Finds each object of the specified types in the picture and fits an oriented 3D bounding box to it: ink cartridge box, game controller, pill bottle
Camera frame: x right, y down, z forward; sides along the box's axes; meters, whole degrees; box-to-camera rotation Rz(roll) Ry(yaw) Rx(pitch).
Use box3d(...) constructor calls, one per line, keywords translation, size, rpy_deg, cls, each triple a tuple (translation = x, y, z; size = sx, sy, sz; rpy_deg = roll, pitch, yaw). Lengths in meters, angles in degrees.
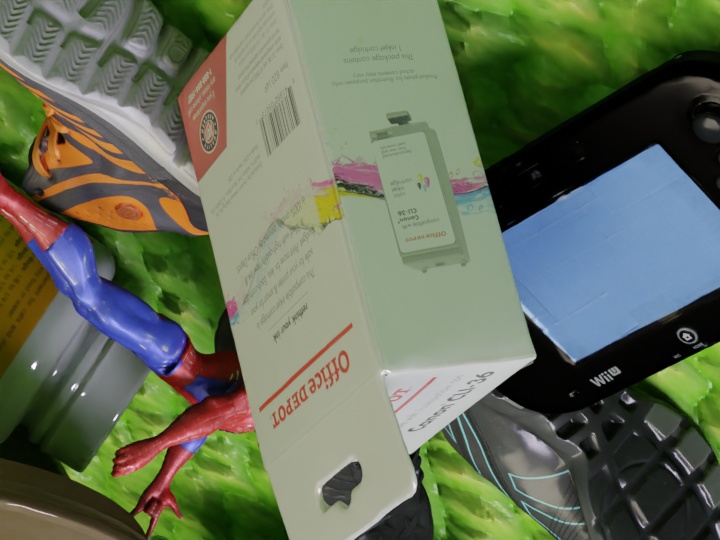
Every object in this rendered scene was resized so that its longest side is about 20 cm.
box3d(translation=(0.000, 0.000, 1.119), size=(0.067, 0.201, 0.116), rpy_deg=(-6, 162, -26), cls="ink cartridge box")
box3d(translation=(0.098, -0.010, 1.124), size=(0.105, 0.042, 0.200), rpy_deg=(52, 137, -8), cls="game controller")
box3d(translation=(-0.189, 0.005, 1.367), size=(0.199, 0.110, 0.109), rpy_deg=(34, 149, -3), cls="pill bottle")

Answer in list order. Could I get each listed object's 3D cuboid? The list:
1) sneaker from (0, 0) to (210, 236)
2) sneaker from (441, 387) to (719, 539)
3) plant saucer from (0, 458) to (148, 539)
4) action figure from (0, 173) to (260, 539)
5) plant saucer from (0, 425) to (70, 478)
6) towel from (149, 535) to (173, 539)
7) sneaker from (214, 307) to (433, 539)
box3d(translation=(-0.125, -0.077, 1.228), size=(0.200, 0.078, 0.112), rpy_deg=(43, 146, -17), cls="sneaker")
box3d(translation=(0.087, 0.070, 1.265), size=(0.200, 0.075, 0.079), rpy_deg=(54, 153, -17), cls="sneaker")
box3d(translation=(-0.177, 0.121, 1.299), size=(0.198, 0.030, 0.200), rpy_deg=(5, 155, 2), cls="plant saucer")
box3d(translation=(-0.107, 0.047, 1.263), size=(0.199, 0.099, 0.065), rpy_deg=(34, 176, -19), cls="action figure")
box3d(translation=(-0.234, 0.066, 1.387), size=(0.199, 0.048, 0.200), rpy_deg=(26, -165, -35), cls="plant saucer")
box3d(translation=(-0.004, 0.178, 1.513), size=(0.199, 0.031, 0.149), rpy_deg=(-2, 148, 40), cls="towel")
box3d(translation=(0.003, 0.068, 1.331), size=(0.104, 0.060, 0.200), rpy_deg=(3, 135, 46), cls="sneaker")
